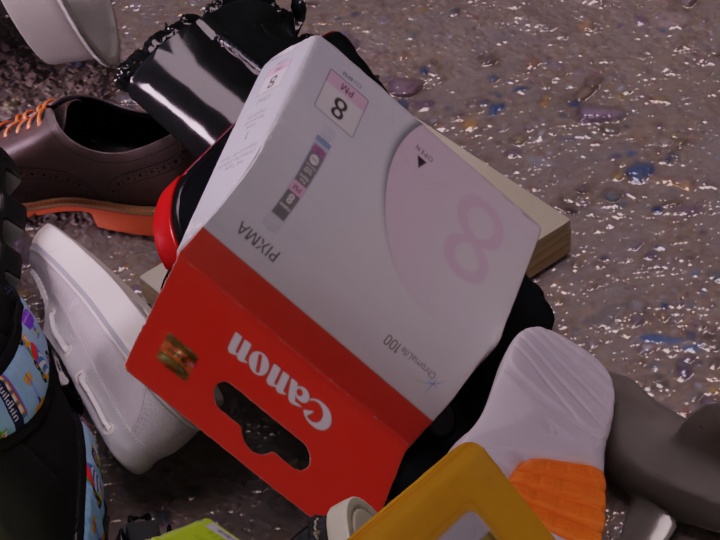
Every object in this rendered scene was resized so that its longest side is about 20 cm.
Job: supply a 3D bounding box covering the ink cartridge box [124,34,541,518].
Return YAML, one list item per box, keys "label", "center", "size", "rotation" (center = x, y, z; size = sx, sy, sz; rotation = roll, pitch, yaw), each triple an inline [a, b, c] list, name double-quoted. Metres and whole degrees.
- label: "ink cartridge box"
  center: [-0.008, 0.010, 1.337]
  size: [0.057, 0.163, 0.200]
  rotation: [-28, 31, 43]

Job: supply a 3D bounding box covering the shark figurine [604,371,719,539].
- label: "shark figurine"
  center: [0.198, 0.089, 1.331]
  size: [0.214, 0.090, 0.128]
  rotation: [6, 44, 15]

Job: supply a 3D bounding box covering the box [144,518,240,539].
- label: "box"
  center: [-0.112, 0.201, 1.156]
  size: [0.048, 0.122, 0.200]
  rotation: [33, 93, 7]

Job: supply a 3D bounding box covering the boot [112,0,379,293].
- label: "boot"
  center: [-0.067, -0.059, 1.464]
  size: [0.198, 0.073, 0.162]
  rotation: [-30, 67, -34]

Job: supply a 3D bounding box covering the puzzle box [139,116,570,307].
- label: "puzzle box"
  center: [-0.003, -0.003, 1.500]
  size: [0.200, 0.025, 0.133]
  rotation: [-31, 48, -26]

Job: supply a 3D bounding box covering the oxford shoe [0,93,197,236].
- label: "oxford shoe"
  center: [-0.180, -0.072, 1.560]
  size: [0.200, 0.073, 0.071]
  rotation: [4, 42, 10]

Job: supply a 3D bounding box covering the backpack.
- label: "backpack"
  center: [-0.196, 0.100, 1.295]
  size: [0.134, 0.183, 0.200]
  rotation: [-19, 26, 10]

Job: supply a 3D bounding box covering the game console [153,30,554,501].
- label: "game console"
  center: [0.000, 0.000, 1.394]
  size: [0.031, 0.200, 0.177]
  rotation: [-21, 20, 51]

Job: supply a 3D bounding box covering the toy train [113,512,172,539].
- label: "toy train"
  center: [-0.089, 0.192, 1.274]
  size: [0.034, 0.046, 0.200]
  rotation: [-5, 44, -9]

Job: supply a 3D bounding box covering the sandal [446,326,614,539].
- label: "sandal"
  center: [0.076, 0.102, 1.311]
  size: [0.079, 0.059, 0.207]
  rotation: [31, 31, -1]

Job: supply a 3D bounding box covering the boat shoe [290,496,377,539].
- label: "boat shoe"
  center: [-0.014, 0.193, 1.190]
  size: [0.066, 0.075, 0.199]
  rotation: [-23, 53, 21]

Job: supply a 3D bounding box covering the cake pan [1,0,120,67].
- label: "cake pan"
  center: [-0.197, -0.207, 1.631]
  size: [0.037, 0.200, 0.200]
  rotation: [-21, 41, 6]

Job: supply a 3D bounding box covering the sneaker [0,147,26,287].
- label: "sneaker"
  center: [-0.228, 0.024, 1.467]
  size: [0.088, 0.074, 0.200]
  rotation: [-29, 38, 26]

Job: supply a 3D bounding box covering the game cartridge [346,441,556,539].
- label: "game cartridge"
  center: [0.039, 0.189, 1.143]
  size: [0.176, 0.032, 0.200]
  rotation: [52, 46, 1]

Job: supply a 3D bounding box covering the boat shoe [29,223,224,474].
- label: "boat shoe"
  center: [-0.136, 0.042, 1.436]
  size: [0.069, 0.072, 0.200]
  rotation: [-46, 42, 0]
